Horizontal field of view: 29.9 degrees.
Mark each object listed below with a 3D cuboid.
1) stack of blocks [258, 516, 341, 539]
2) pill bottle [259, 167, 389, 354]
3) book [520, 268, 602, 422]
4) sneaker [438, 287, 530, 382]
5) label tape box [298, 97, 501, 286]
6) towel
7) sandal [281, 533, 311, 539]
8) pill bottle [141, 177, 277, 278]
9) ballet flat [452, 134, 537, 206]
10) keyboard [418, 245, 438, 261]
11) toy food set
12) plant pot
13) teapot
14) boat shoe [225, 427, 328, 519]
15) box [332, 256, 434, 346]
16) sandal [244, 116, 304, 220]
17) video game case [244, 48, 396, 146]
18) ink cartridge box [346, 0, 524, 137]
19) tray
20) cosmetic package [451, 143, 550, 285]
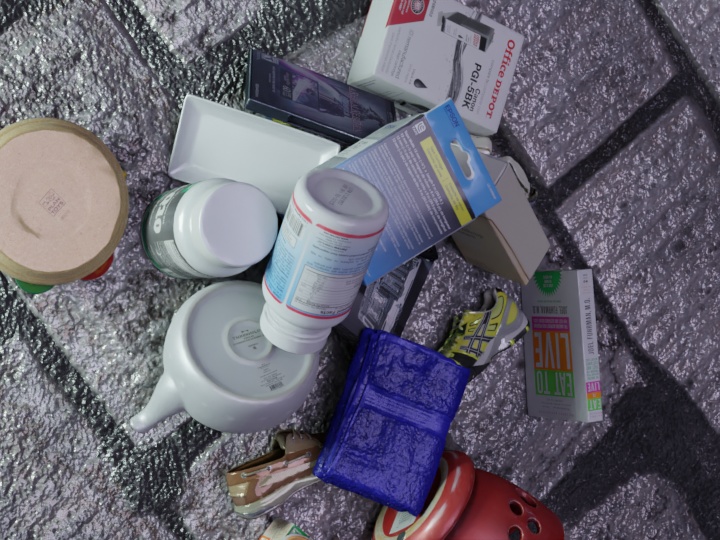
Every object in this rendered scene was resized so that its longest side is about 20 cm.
[{"bbox_3d":[-0.043,0.397,1.708,0.200,0.058,0.115,43,71,-19],"label":"stack of blocks"},{"bbox_3d":[-0.048,-0.007,1.518,0.108,0.109,0.201,3,129,-26],"label":"pill bottle"},{"bbox_3d":[0.275,0.099,1.831,0.048,0.133,0.201,-5,91,-26],"label":"book"},{"bbox_3d":[0.138,0.100,1.804,0.200,0.075,0.077,-39,98,-33],"label":"sneaker"},{"bbox_3d":[0.047,-0.095,1.603,0.199,0.066,0.144,-32,105,-13],"label":"label tape box"},{"bbox_3d":[0.040,0.184,1.658,0.147,0.050,0.201,20,79,-1],"label":"towel"},{"bbox_3d":[-0.021,0.401,1.652,0.206,0.059,0.079,41,72,-20],"label":"sandal"},{"bbox_3d":[-0.176,-0.048,1.572,0.112,0.200,0.114,1,88,-26],"label":"pill bottle"},{"bbox_3d":[0.164,-0.143,1.809,0.200,0.072,0.072,35,74,-26],"label":"ballet flat"},{"bbox_3d":[0.070,-0.113,1.740,0.104,0.039,0.201,17,55,-59],"label":"keyboard"},{"bbox_3d":[-0.362,-0.075,1.565,0.197,0.049,0.201,29,76,-23],"label":"toy food set"},{"bbox_3d":[0.131,0.342,1.720,0.182,0.200,0.201,41,72,-17],"label":"plant pot"},{"bbox_3d":[-0.148,0.118,1.621,0.199,0.146,0.198,20,52,-8],"label":"teapot"},{"bbox_3d":[-0.079,0.232,1.687,0.199,0.076,0.072,-30,100,-25],"label":"boat shoe"},{"bbox_3d":[0.000,0.000,1.702,0.200,0.050,0.158,40,70,-46],"label":"box"},{"bbox_3d":[-0.095,-0.107,1.694,0.087,0.080,0.201,-14,105,11],"label":"sandal"},{"bbox_3d":[-0.046,-0.204,1.667,0.199,0.143,0.019,18,121,-14],"label":"video game case"},{"bbox_3d":[0.102,-0.278,1.780,0.199,0.083,0.148,21,79,-24],"label":"ink cartridge box"},{"bbox_3d":[-0.129,-0.135,1.637,0.199,0.022,0.108,19,107,5],"label":"tray"},{"bbox_3d":[0.164,-0.072,1.746,0.073,0.103,0.200,-57,144,-14],"label":"cosmetic package"}]
